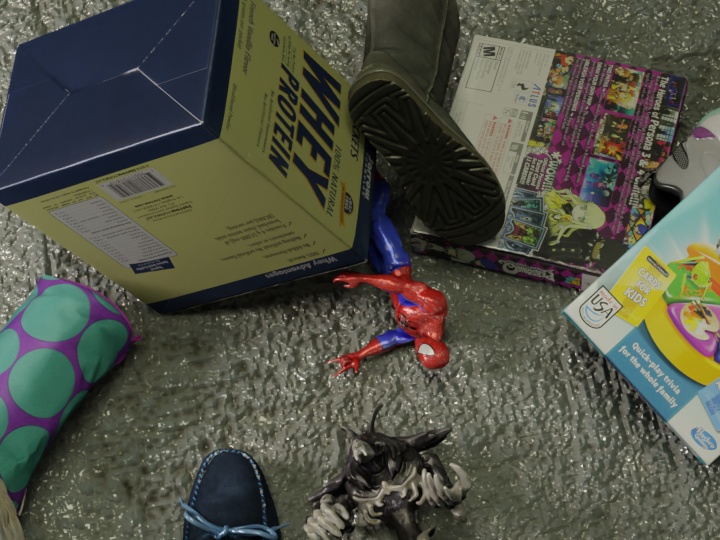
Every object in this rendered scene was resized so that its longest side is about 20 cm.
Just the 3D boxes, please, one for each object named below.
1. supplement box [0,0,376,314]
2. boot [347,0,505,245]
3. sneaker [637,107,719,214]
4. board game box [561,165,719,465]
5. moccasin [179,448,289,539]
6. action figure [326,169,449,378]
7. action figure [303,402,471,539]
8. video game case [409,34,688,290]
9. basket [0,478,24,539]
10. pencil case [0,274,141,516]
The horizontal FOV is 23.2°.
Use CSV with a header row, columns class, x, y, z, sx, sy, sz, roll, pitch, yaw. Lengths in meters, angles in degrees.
class,x,y,z,sx,sy,sz,roll,pitch,yaw
supplement box,-0.123,-0.086,1.278,0.200,0.200,0.135,-14,55,31
boot,0.055,-0.138,1.359,0.072,0.182,0.200,-26,28,18
sneaker,0.292,-0.015,1.318,0.140,0.078,0.200,-38,70,-11
board game box,0.268,0.016,1.258,0.200,0.047,0.151,-43,85,1
moccasin,-0.087,0.212,1.217,0.080,0.068,0.200,-6,60,0
action figure,0.000,0.000,1.336,0.099,0.065,0.200,-19,59,-17
action figure,0.028,0.174,1.215,0.119,0.102,0.200,-26,63,2
video game case,0.151,-0.085,1.391,0.181,0.036,0.200,12,62,11
basket,-0.298,0.248,1.118,0.198,0.161,0.201,-18,91,-7
pencil case,-0.247,0.101,1.283,0.092,0.085,0.200,40,63,-19
